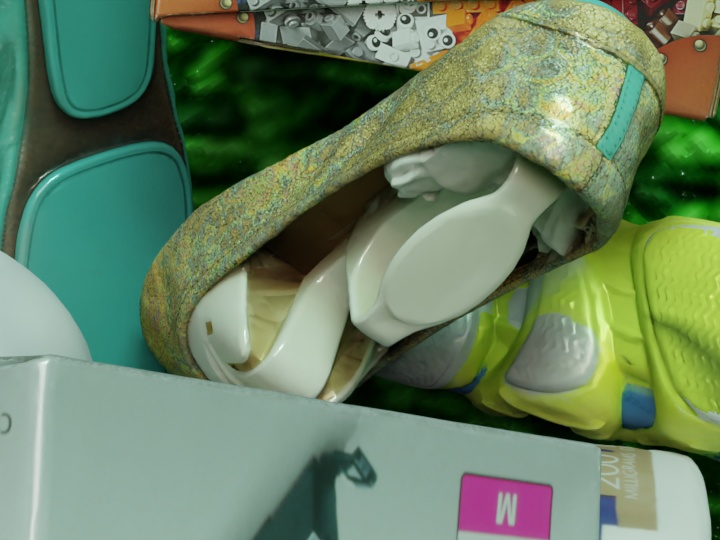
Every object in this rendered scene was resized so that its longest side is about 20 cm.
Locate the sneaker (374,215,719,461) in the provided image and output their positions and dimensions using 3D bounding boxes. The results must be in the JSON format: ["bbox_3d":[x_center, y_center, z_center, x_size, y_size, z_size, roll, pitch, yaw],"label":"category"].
[{"bbox_3d":[0.066,0.019,0.756,0.200,0.105,0.076,21,82,38],"label":"sneaker"}]

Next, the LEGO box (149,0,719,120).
[{"bbox_3d":[0.035,-0.118,0.740,0.149,0.200,0.077,10,111,3],"label":"LEGO box"}]

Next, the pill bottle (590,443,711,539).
[{"bbox_3d":[-0.012,0.095,0.695,0.200,0.111,0.111,5,68,1],"label":"pill bottle"}]

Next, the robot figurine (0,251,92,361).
[{"bbox_3d":[-0.111,0.074,0.593,0.113,0.170,0.200,-12,100,-35],"label":"robot figurine"}]

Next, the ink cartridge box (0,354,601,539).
[{"bbox_3d":[-0.018,0.114,0.543,0.044,0.200,0.174,-5,79,35],"label":"ink cartridge box"}]

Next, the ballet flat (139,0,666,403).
[{"bbox_3d":[0.000,0.000,0.674,0.071,0.200,0.071,23,51,-31],"label":"ballet flat"}]

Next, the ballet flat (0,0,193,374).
[{"bbox_3d":[-0.087,-0.045,0.747,0.067,0.200,0.070,-15,29,-31],"label":"ballet flat"}]
